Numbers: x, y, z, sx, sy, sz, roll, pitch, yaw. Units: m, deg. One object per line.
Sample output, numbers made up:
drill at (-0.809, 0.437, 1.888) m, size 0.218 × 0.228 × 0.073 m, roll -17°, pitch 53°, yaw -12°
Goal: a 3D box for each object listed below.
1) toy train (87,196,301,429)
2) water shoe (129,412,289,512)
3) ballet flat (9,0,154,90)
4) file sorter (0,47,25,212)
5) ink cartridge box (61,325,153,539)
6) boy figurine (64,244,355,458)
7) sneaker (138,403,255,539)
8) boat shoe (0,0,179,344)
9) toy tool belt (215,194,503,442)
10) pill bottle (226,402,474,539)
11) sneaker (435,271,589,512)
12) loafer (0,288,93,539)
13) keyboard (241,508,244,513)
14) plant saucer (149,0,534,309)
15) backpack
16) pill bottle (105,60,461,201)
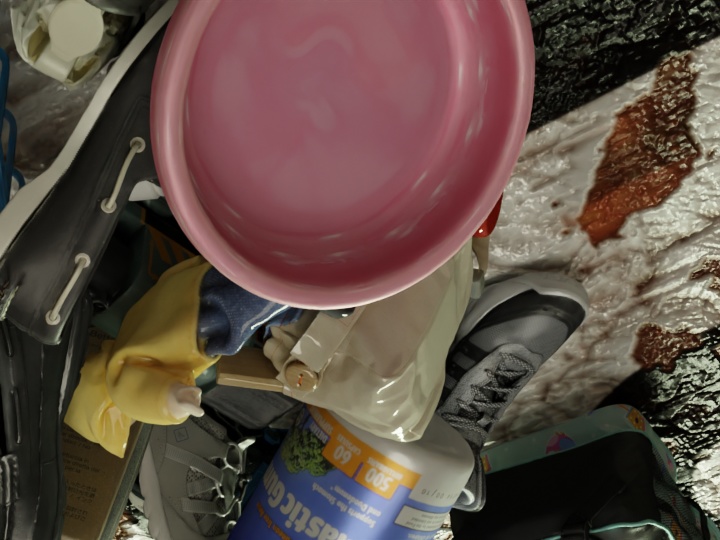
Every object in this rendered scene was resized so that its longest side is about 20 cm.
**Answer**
toy train at (-0.105, 0.012, 0.994) m, size 0.085 × 0.115 × 0.200 m, roll -33°, pitch 130°, yaw 27°
water shoe at (-0.071, 0.139, 1.160) m, size 0.198 × 0.072 × 0.079 m, roll -4°, pitch 139°, yaw 0°
ballet flat at (-0.138, -0.132, 0.803) m, size 0.068 × 0.069 × 0.200 m, roll 30°, pitch 166°, yaw -11°
file sorter at (-0.255, -0.084, 0.874) m, size 0.137 × 0.123 × 0.201 m, roll -1°, pitch 137°, yaw -5°
ink cartridge box at (-0.232, 0.092, 0.998) m, size 0.198 × 0.165 × 0.075 m, roll 17°, pitch 137°, yaw 1°
boy figurine at (-0.093, 0.041, 0.878) m, size 0.200 × 0.125 × 0.064 m, roll -37°, pitch 118°, yaw 26°
sneaker at (-0.104, 0.139, 1.091) m, size 0.081 × 0.201 × 0.075 m, roll -22°, pitch 178°, yaw 4°
boat shoe at (-0.119, -0.056, 0.816) m, size 0.060 × 0.074 × 0.201 m, roll 35°, pitch 85°, yaw -4°
toy tool belt at (0.000, 0.000, 0.960) m, size 0.122 × 0.201 × 0.125 m, roll 12°, pitch 140°, yaw 16°
pill bottle at (-0.023, 0.172, 1.015) m, size 0.111 × 0.112 × 0.201 m, roll 24°, pitch 102°, yaw -27°
sneaker at (0.079, 0.092, 1.093) m, size 0.075 × 0.114 × 0.200 m, roll 31°, pitch 126°, yaw -32°
loafer at (-0.194, 0.094, 0.874) m, size 0.070 × 0.068 × 0.202 m, roll 5°, pitch 96°, yaw -38°
keyboard at (-0.031, 0.192, 1.143) m, size 0.200 × 0.040 × 0.104 m, roll -34°, pitch 97°, yaw 42°
plant saucer at (-0.011, -0.083, 0.778) m, size 0.199 × 0.051 × 0.202 m, roll -11°, pitch 114°, yaw -26°
backpack at (0.172, 0.206, 1.193) m, size 0.175 × 0.154 × 0.200 m, roll -24°, pitch 124°, yaw 23°
pill bottle at (-0.034, -0.089, 0.895) m, size 0.198 × 0.113 × 0.113 m, roll -7°, pitch 137°, yaw 3°
